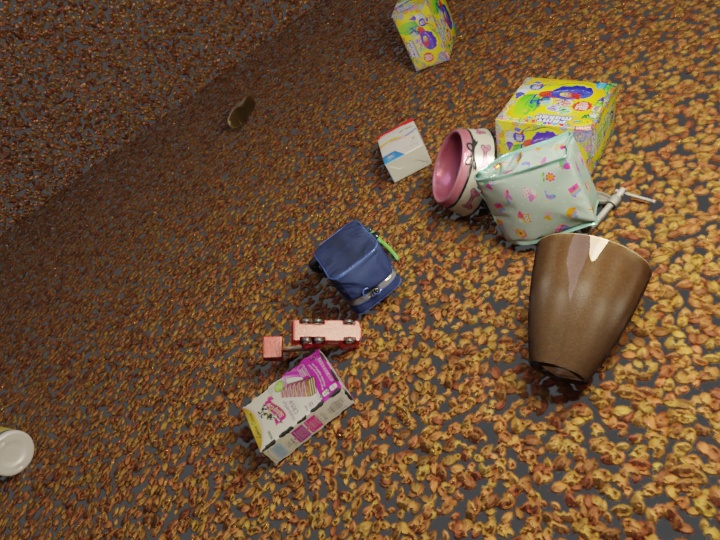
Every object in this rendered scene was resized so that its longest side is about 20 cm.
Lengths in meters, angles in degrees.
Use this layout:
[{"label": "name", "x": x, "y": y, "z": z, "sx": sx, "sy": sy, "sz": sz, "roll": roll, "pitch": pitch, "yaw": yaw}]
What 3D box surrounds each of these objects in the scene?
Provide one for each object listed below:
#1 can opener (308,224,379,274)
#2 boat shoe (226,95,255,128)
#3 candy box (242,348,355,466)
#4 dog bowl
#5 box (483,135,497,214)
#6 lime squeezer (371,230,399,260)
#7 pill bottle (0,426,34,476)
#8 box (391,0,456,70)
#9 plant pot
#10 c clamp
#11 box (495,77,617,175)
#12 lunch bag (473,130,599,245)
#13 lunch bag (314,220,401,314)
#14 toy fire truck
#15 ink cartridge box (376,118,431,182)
[{"label": "can opener", "x": -0.044, "y": -0.053, "z": 1.465, "sx": 0.199, "sy": 0.063, "sz": 0.079, "roll": -31, "pitch": 46, "yaw": 29}, {"label": "boat shoe", "x": -0.488, "y": -0.626, "z": 2.443, "sx": 0.064, "sy": 0.072, "sz": 0.201, "roll": -14, "pitch": 34, "yaw": 35}, {"label": "candy box", "x": -0.126, "y": 0.268, "z": 1.213, "sx": 0.199, "sy": 0.061, "sz": 0.136, "roll": -39, "pitch": 38, "yaw": -3}, {"label": "dog bowl", "x": 0.224, "y": -0.225, "z": 1.359, "sx": 0.073, "sy": 0.201, "sz": 0.201, "roll": 9, "pitch": 38, "yaw": -15}, {"label": "box", "x": 0.329, "y": -0.237, "z": 1.410, "sx": 0.159, "sy": 0.049, "sz": 0.201, "roll": -30, "pitch": 39, "yaw": 11}, {"label": "lime squeezer", "x": 0.023, "y": -0.066, "z": 1.473, "sx": 0.199, "sy": 0.038, "sz": 0.071, "roll": 7, "pitch": 54, "yaw": 41}, {"label": "pill bottle", "x": -0.960, "y": 0.469, "z": 1.598, "sx": 0.198, "sy": 0.115, "sz": 0.115, "roll": -3, "pitch": 48, "yaw": 35}, {"label": "box", "x": 0.210, "y": -0.795, "z": 1.959, "sx": 0.121, "sy": 0.201, "sz": 0.194, "roll": -9, "pitch": 45, "yaw": 29}, {"label": "plant pot", "x": 0.348, "y": 0.073, "z": 0.983, "sx": 0.186, "sy": 0.187, "sz": 0.202, "roll": 8, "pitch": 69, "yaw": 42}, {"label": "c clamp", "x": 0.442, "y": -0.101, "z": 1.195, "sx": 0.200, "sy": 0.027, "sz": 0.171, "roll": -43, "pitch": 37, "yaw": -8}, {"label": "box", "x": 0.419, "y": -0.307, "z": 1.302, "sx": 0.198, "sy": 0.123, "sz": 0.193, "roll": 14, "pitch": 49, "yaw": 30}, {"label": "lunch bag", "x": 0.339, "y": -0.150, "z": 1.182, "sx": 0.199, "sy": 0.171, "sz": 0.122, "roll": -16, "pitch": 30, "yaw": 36}, {"label": "lunch bag", "x": 0.000, "y": 0.000, "z": 1.342, "sx": 0.135, "sy": 0.133, "sz": 0.200, "roll": -36, "pitch": 32, "yaw": 1}, {"label": "toy fire truck", "x": -0.104, "y": 0.150, "z": 1.289, "sx": 0.198, "sy": 0.141, "sz": 0.049, "roll": 2, "pitch": 64, "yaw": -12}, {"label": "ink cartridge box", "x": 0.114, "y": -0.340, "z": 1.669, "sx": 0.115, "sy": 0.067, "sz": 0.201, "roll": -26, "pitch": 38, "yaw": 12}]
